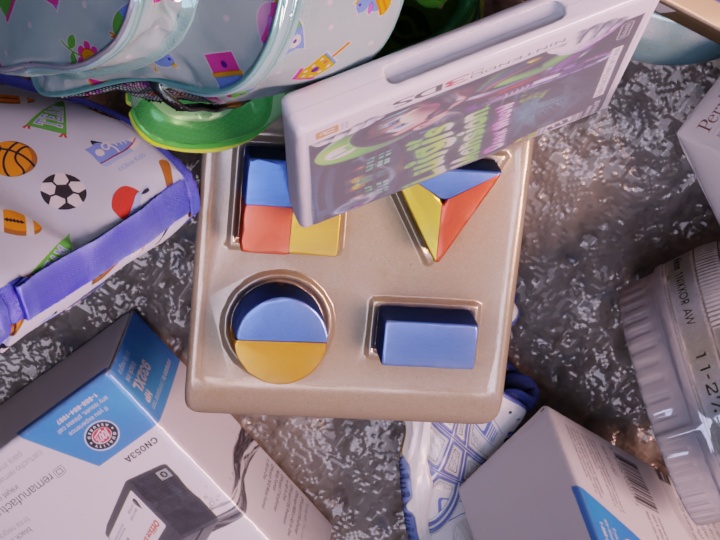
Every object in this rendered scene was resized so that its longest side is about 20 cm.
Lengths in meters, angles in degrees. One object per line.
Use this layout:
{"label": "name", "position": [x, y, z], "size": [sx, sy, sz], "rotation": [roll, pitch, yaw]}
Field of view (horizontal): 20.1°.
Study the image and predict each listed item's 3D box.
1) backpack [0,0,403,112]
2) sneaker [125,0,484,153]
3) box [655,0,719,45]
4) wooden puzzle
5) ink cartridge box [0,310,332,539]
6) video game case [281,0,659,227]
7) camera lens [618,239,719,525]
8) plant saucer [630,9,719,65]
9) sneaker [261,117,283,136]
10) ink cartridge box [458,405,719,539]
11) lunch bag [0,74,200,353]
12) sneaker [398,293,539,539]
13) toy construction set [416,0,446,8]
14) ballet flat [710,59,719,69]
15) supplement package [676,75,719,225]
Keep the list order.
{"label": "backpack", "position": [-0.078, -0.159, 0.917], "size": [0.199, 0.153, 0.177], "rotation": [5, 98, 38]}
{"label": "sneaker", "position": [-0.029, -0.122, 1.056], "size": [0.199, 0.084, 0.074], "rotation": [-20, 77, -12]}
{"label": "box", "position": [0.178, -0.229, 1.025], "size": [0.121, 0.032, 0.201], "rotation": [23, 86, -18]}
{"label": "wooden puzzle", "position": [0.000, 0.000, 1.134], "size": [0.184, 0.046, 0.201], "rotation": [3, 112, -9]}
{"label": "ink cartridge box", "position": [-0.135, 0.150, 1.271], "size": [0.145, 0.084, 0.200], "rotation": [-35, 108, 18]}
{"label": "video game case", "position": [0.050, -0.082, 1.001], "size": [0.181, 0.200, 0.023], "rotation": [-21, 80, -5]}
{"label": "camera lens", "position": [0.263, 0.046, 1.148], "size": [0.199, 0.160, 0.160], "rotation": [-19, 113, 13]}
{"label": "plant saucer", "position": [0.167, -0.207, 1.054], "size": [0.199, 0.027, 0.201], "rotation": [-1, 95, -16]}
{"label": "sneaker", "position": [-0.053, -0.068, 1.163], "size": [0.200, 0.076, 0.077], "rotation": [32, 110, -10]}
{"label": "ink cartridge box", "position": [0.169, 0.189, 1.202], "size": [0.200, 0.146, 0.084], "rotation": [31, 115, -31]}
{"label": "lunch bag", "position": [-0.211, -0.025, 1.107], "size": [0.199, 0.170, 0.124], "rotation": [13, 123, 31]}
{"label": "sneaker", "position": [0.067, 0.100, 1.237], "size": [0.088, 0.075, 0.201], "rotation": [-4, 116, 6]}
{"label": "toy construction set", "position": [0.039, -0.209, 0.972], "size": [0.131, 0.092, 0.200], "rotation": [22, 126, -7]}
{"label": "ballet flat", "position": [0.169, -0.175, 1.102], "size": [0.200, 0.072, 0.072], "rotation": [40, 112, -14]}
{"label": "supplement package", "position": [0.281, -0.045, 1.020], "size": [0.117, 0.200, 0.117], "rotation": [-52, 140, -12]}
